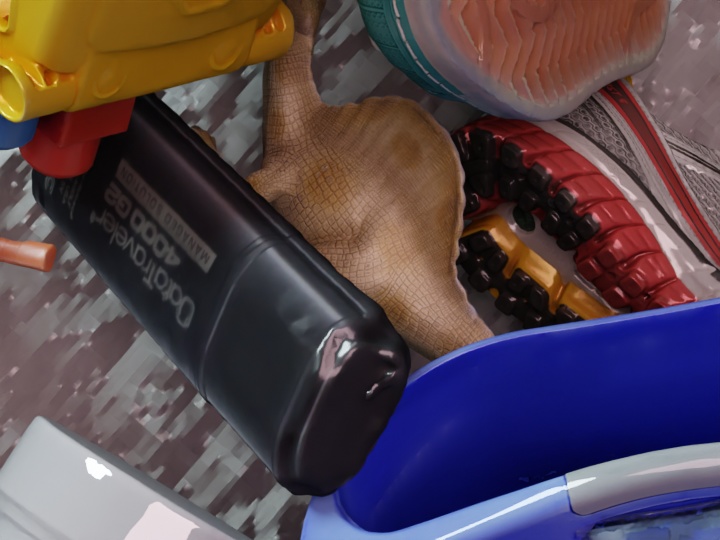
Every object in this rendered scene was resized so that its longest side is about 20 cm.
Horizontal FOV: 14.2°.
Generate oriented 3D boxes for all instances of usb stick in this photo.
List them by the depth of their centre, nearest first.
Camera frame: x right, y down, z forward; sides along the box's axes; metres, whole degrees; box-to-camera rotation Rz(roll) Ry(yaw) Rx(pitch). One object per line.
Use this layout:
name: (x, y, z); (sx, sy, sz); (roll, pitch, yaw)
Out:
usb stick: (-0.045, -0.002, 0.821); (0.033, 0.200, 0.056); (13, 108, -34)

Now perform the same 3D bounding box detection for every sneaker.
sneaker: (0.029, -0.081, 0.840); (0.080, 0.200, 0.072); (2, 95, 21)
sneaker: (0.118, 0.011, 0.879); (0.200, 0.078, 0.082); (45, 52, 6)

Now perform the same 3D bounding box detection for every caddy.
caddy: (0.085, 0.079, 0.760); (0.199, 0.105, 0.142); (-10, 50, 3)

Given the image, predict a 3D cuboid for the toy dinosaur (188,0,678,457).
toy dinosaur: (0.000, 0.000, 0.859); (0.101, 0.058, 0.200); (-42, 74, 28)

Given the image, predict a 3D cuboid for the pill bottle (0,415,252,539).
pill bottle: (-0.102, 0.148, 0.793); (0.116, 0.116, 0.200); (31, 87, 0)

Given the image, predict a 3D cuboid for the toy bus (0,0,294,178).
toy bus: (-0.098, -0.128, 0.806); (0.136, 0.192, 0.200); (-19, 53, -41)

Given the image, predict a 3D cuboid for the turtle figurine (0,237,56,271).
turtle figurine: (-0.182, -0.061, 0.807); (0.200, 0.161, 0.064); (37, 107, 14)
